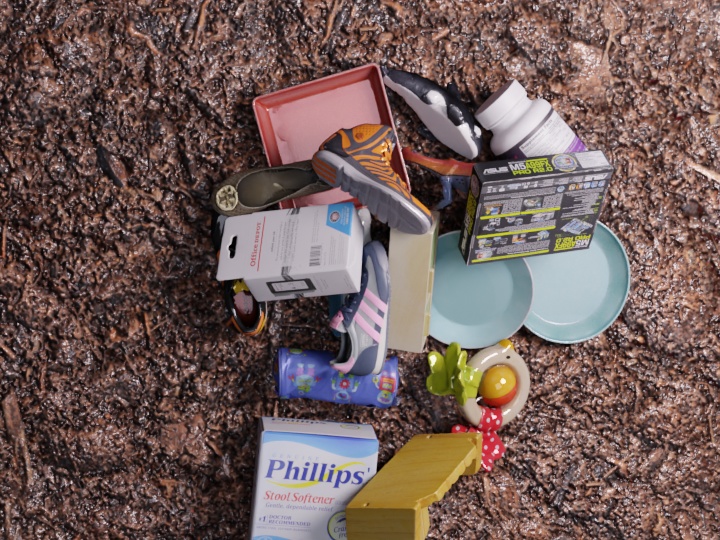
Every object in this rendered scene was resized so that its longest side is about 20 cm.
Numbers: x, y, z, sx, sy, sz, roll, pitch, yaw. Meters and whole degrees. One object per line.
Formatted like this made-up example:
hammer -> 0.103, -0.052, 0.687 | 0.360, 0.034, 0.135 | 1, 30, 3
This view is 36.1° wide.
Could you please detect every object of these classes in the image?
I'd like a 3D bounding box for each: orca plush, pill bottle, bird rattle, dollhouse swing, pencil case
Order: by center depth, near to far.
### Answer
dollhouse swing -> 0.096, 0.370, 1.640 | 0.180, 0.200, 0.178 | -9, 108, 39
pill bottle -> 0.266, -0.186, 1.668 | 0.111, 0.111, 0.200 | -43, 99, -1
orca plush -> 0.114, -0.256, 1.670 | 0.199, 0.105, 0.071 | 33, 64, 8
pencil case -> -0.037, 0.166, 1.690 | 0.197, 0.078, 0.088 | 6, 106, -7
bird rattle -> 0.196, 0.197, 1.704 | 0.162, 0.112, 0.201 | -32, 106, -14

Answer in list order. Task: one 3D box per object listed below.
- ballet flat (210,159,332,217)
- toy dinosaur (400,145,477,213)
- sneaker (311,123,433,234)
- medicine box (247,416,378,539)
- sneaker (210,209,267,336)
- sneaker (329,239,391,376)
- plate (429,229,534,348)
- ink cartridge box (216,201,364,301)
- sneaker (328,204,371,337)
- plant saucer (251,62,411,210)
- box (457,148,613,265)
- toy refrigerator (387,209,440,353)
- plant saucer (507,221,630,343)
ballet flat -> -0.126, -0.124, 1.621 | 0.197, 0.046, 0.068 | -11, 89, 5
toy dinosaur -> 0.153, -0.149, 1.646 | 0.181, 0.105, 0.200 | 37, 120, -12
sneaker -> 0.038, -0.142, 1.569 | 0.199, 0.078, 0.112 | 36, 62, 8
medicine box -> -0.074, 0.336, 1.691 | 0.180, 0.103, 0.203 | 5, 96, -7
sneaker -> -0.177, 0.000, 1.648 | 0.069, 0.090, 0.203 | -12, 97, -5
sneaker -> -0.003, 0.056, 1.613 | 0.081, 0.070, 0.203 | 0, 97, -20
plate -> 0.168, 0.027, 1.699 | 0.197, 0.026, 0.203 | 3, 115, 6
ink cartridge box -> -0.100, -0.025, 1.599 | 0.197, 0.068, 0.117 | -5, 56, 15
sneaker -> 0.000, 0.000, 1.684 | 0.080, 0.076, 0.203 | 1, 98, -21
plant saucer -> -0.042, -0.185, 1.652 | 0.197, 0.037, 0.202 | -15, 94, 6
box -> 0.247, -0.089, 1.581 | 0.197, 0.045, 0.161 | -8, 137, -12
toy refrigerator -> 0.078, 0.015, 1.646 | 0.069, 0.076, 0.202 | 9, 117, 9
plant saucer -> 0.323, 0.012, 1.735 | 0.197, 0.036, 0.203 | -1, 97, -6
